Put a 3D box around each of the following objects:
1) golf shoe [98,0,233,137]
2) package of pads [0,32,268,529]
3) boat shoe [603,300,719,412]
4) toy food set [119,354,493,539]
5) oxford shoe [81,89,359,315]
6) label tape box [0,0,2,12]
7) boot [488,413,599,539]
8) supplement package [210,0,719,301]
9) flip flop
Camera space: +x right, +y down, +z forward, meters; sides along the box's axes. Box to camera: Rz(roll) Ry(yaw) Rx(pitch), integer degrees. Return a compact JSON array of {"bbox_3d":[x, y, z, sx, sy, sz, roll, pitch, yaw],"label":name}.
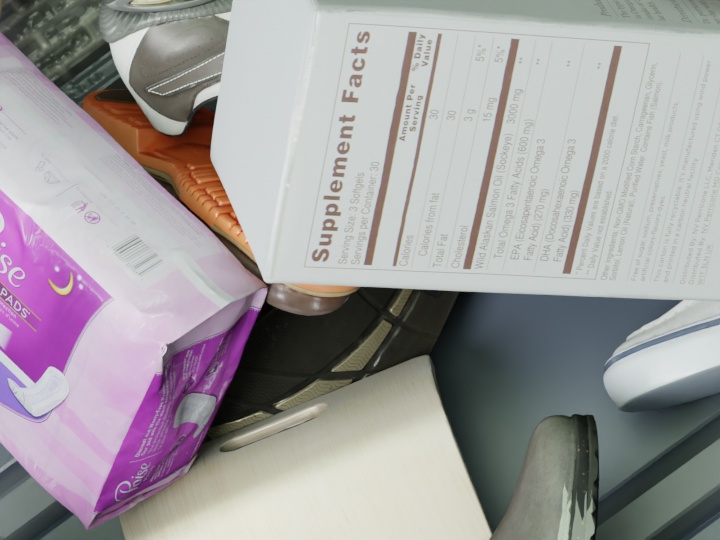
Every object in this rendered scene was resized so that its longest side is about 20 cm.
[{"bbox_3d":[-0.008,-0.113,1.185,0.200,0.078,0.095,-12,111,2],"label":"golf shoe"},{"bbox_3d":[-0.137,-0.006,1.147,0.200,0.076,0.121,42,132,19],"label":"package of pads"},{"bbox_3d":[0.184,-0.014,1.180,0.202,0.075,0.086,-25,76,2],"label":"boat shoe"},{"bbox_3d":[-0.001,0.154,1.184,0.143,0.060,0.200,-22,89,5],"label":"toy food set"},{"bbox_3d":[-0.059,-0.014,1.192,0.200,0.071,0.073,37,122,54],"label":"oxford shoe"},{"bbox_3d":[-0.223,-0.195,1.258,0.144,0.063,0.200,14,78,-29],"label":"label tape box"},{"bbox_3d":[0.016,0.141,1.117,0.131,0.068,0.200,15,95,2],"label":"boot"},{"bbox_3d":[0.054,-0.066,1.114,0.200,0.117,0.117,3,117,-16],"label":"supplement package"},{"bbox_3d":[0.000,0.000,1.217,0.081,0.058,0.200,31,93,-21],"label":"flip flop"}]
